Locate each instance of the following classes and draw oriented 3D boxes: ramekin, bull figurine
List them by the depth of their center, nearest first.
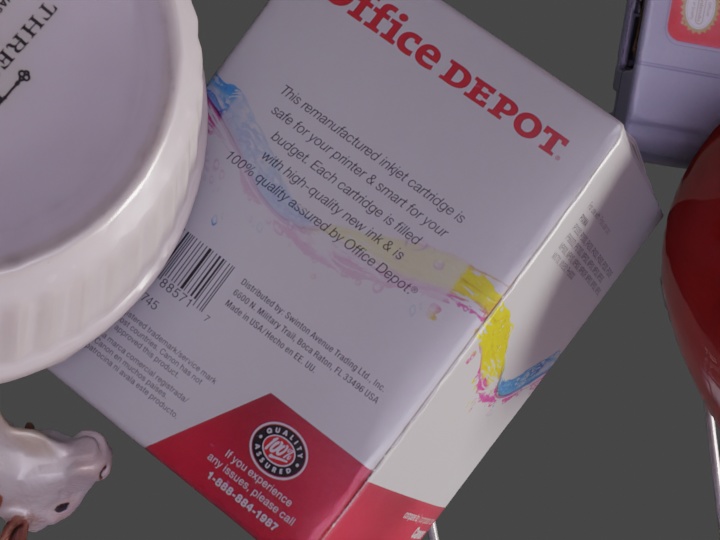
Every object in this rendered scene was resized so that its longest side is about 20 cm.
[{"bbox_3d":[-0.144,-0.065,0.711,0.202,0.094,0.203,2,79,-13],"label":"ramekin"},{"bbox_3d":[-0.189,0.033,0.815,0.200,0.122,0.065,22,48,21],"label":"bull figurine"}]

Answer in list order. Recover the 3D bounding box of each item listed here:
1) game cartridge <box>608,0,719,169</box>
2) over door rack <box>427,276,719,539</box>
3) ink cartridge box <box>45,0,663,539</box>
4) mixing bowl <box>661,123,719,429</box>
[{"bbox_3d":[0.187,-0.138,0.919,0.133,0.041,0.200,8,95,-14],"label":"game cartridge"},{"bbox_3d":[0.098,0.116,0.916,0.147,0.067,0.200,-13,98,-8],"label":"over door rack"},{"bbox_3d":[0.000,0.000,0.826,0.145,0.145,0.200,38,90,18],"label":"ink cartridge box"},{"bbox_3d":[0.197,-0.008,0.856,0.200,0.108,0.200,-15,123,-25],"label":"mixing bowl"}]
